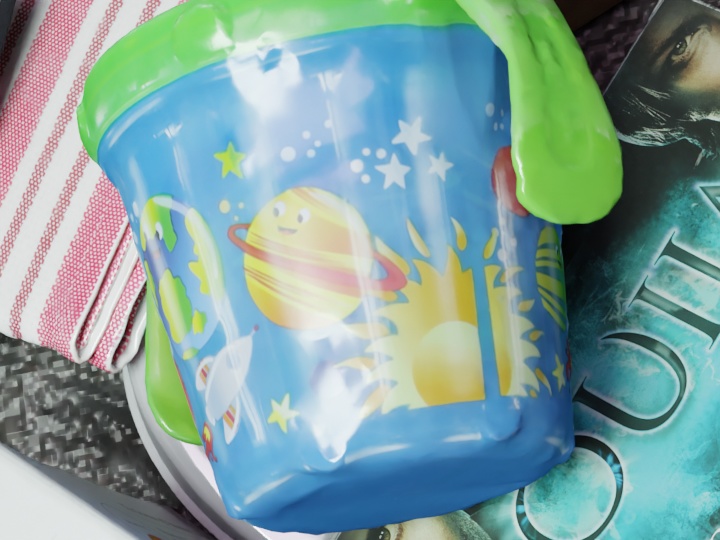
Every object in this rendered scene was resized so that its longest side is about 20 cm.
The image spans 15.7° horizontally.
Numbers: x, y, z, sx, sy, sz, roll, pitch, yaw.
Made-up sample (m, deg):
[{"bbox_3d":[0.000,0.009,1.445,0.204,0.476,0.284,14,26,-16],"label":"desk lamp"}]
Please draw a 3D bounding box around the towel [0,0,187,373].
[{"bbox_3d":[-0.119,-0.060,0.866,0.200,0.030,0.146,22,85,39],"label":"towel"}]

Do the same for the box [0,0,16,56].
[{"bbox_3d":[-0.214,-0.024,0.827,0.132,0.115,0.200,22,98,39],"label":"box"}]

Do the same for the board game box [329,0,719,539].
[{"bbox_3d":[0.094,0.030,0.747,0.135,0.028,0.200,28,84,31],"label":"board game box"}]

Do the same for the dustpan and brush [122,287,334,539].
[{"bbox_3d":[-0.050,0.011,0.844,0.200,0.057,0.140,25,80,14],"label":"dustpan and brush"}]

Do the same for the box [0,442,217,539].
[{"bbox_3d":[-0.034,0.153,0.751,0.200,0.152,0.106,31,88,21],"label":"box"}]

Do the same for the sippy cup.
[{"bbox_3d":[0.000,0.000,0.717,0.140,0.178,0.130,-12,73,0],"label":"sippy cup"}]

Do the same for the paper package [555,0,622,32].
[{"bbox_3d":[0.075,-0.161,0.759,0.200,0.191,0.104,-33,76,11],"label":"paper package"}]
